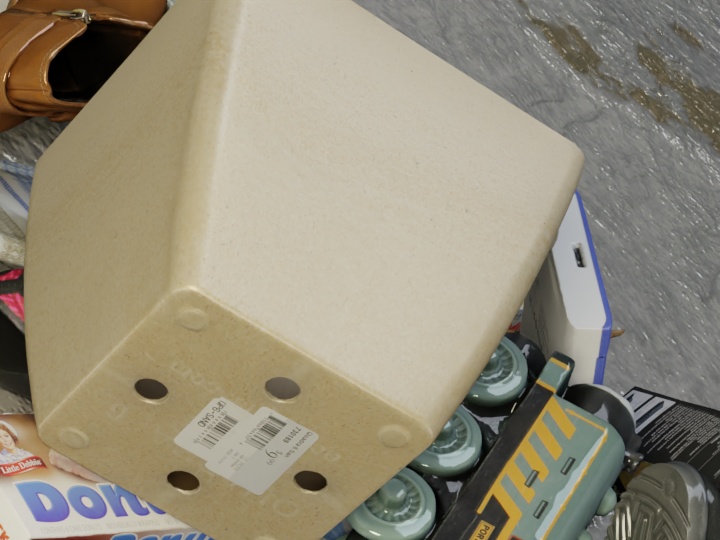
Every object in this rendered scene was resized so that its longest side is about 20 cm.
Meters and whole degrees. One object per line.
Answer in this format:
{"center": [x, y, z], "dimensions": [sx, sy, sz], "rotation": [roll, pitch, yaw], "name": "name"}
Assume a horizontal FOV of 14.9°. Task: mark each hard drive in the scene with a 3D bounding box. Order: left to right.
{"center": [0.107, 0.073, 1.522], "dimensions": [0.025, 0.201, 0.132], "rotation": [1, 36, -6], "name": "hard drive"}

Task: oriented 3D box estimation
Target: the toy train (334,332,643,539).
{"center": [0.060, 0.114, 1.339], "dimensions": [0.114, 0.085, 0.200], "rotation": [28, 47, 10], "name": "toy train"}

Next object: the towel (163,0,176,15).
{"center": [-0.047, -0.133, 1.654], "dimensions": [0.200, 0.035, 0.193], "rotation": [45, 20, -8], "name": "towel"}

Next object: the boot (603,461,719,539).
{"center": [0.214, 0.165, 1.368], "dimensions": [0.199, 0.165, 0.066], "rotation": [-1, 26, -27], "name": "boot"}

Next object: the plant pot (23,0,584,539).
{"center": [-0.042, 0.010, 1.249], "dimensions": [0.200, 0.200, 0.177], "rotation": [32, 43, -17], "name": "plant pot"}

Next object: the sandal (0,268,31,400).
{"center": [-0.147, 0.037, 1.369], "dimensions": [0.200, 0.045, 0.075], "rotation": [32, 27, -22], "name": "sandal"}

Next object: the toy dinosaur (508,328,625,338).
{"center": [0.124, 0.073, 1.717], "dimensions": [0.106, 0.060, 0.200], "rotation": [56, 21, -33], "name": "toy dinosaur"}

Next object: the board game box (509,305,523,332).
{"center": [0.034, -0.036, 1.747], "dimensions": [0.151, 0.046, 0.200], "rotation": [2, 46, -55], "name": "board game box"}

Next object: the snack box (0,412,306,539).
{"center": [-0.102, 0.098, 1.265], "dimensions": [0.200, 0.024, 0.072], "rotation": [2, 45, -51], "name": "snack box"}

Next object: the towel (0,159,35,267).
{"center": [-0.171, -0.025, 1.388], "dimensions": [0.199, 0.024, 0.147], "rotation": [16, 15, -35], "name": "towel"}

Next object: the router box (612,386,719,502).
{"center": [0.218, 0.168, 1.509], "dimensions": [0.157, 0.052, 0.200], "rotation": [14, -42, 61], "name": "router box"}

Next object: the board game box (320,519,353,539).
{"center": [-0.048, 0.169, 1.307], "dimensions": [0.199, 0.043, 0.200], "rotation": [30, 27, -26], "name": "board game box"}

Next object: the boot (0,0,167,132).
{"center": [-0.141, -0.124, 1.446], "dimensions": [0.200, 0.155, 0.077], "rotation": [-23, 103, -41], "name": "boot"}

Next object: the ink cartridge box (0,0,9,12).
{"center": [-0.178, -0.184, 1.643], "dimensions": [0.115, 0.068, 0.200], "rotation": [11, 40, -50], "name": "ink cartridge box"}

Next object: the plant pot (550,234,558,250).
{"center": [0.000, 0.000, 1.479], "dimensions": [0.200, 0.184, 0.201], "rotation": [33, 27, -19], "name": "plant pot"}
